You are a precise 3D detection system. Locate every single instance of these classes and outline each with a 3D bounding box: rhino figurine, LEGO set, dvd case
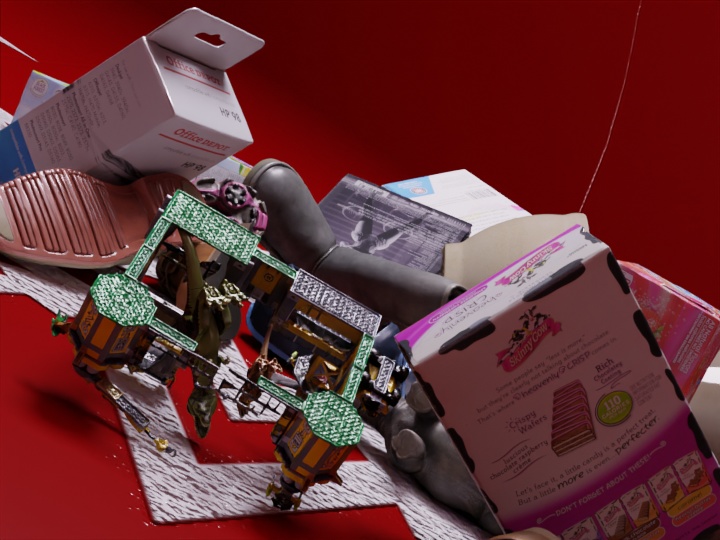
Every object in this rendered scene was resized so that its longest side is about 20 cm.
[{"bbox_3d":[0.046,0.115,1.047,0.199,0.060,0.088,33,-11,22],"label":"rhino figurine"},{"bbox_3d":[-0.085,0.060,0.884,0.198,0.116,0.155,25,39,-12],"label":"LEGO set"},{"bbox_3d":[0.012,-0.024,1.520,0.147,0.016,0.200,23,35,13],"label":"dvd case"}]

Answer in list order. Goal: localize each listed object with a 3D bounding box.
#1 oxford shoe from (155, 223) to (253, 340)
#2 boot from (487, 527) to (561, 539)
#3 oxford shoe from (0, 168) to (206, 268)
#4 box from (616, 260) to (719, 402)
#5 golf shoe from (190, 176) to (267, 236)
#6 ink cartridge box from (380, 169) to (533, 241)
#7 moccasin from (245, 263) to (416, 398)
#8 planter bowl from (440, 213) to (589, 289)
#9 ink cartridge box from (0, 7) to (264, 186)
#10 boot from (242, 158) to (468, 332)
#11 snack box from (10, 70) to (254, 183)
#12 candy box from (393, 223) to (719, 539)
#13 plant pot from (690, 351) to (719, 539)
[{"bbox_3d":[-0.122,0.009,1.144,0.070,0.072,0.200,1,11,1],"label":"oxford shoe"},{"bbox_3d":[0.128,0.219,0.793,0.199,0.073,0.166,34,21,15],"label":"boot"},{"bbox_3d":[-0.196,-0.025,1.076,0.199,0.073,0.072,-1,68,-51],"label":"oxford shoe"},{"bbox_3d":[0.193,0.101,1.162,0.095,0.202,0.100,30,8,18],"label":"box"},{"bbox_3d":[-0.182,-0.052,1.269,0.198,0.073,0.092,21,-25,-17],"label":"golf shoe"},{"bbox_3d":[0.120,-0.005,1.664,0.128,0.126,0.200,-12,36,-37],"label":"ink cartridge box"},{"bbox_3d":[0.007,0.068,1.159,0.199,0.069,0.080,33,8,-2],"label":"moccasin"},{"bbox_3d":[0.138,0.040,1.453,0.133,0.203,0.200,6,9,1],"label":"planter bowl"},{"bbox_3d":[-0.162,-0.103,1.119,0.116,0.199,0.067,12,53,-64],"label":"ink cartridge box"},{"bbox_3d":[0.001,-0.002,1.301,0.199,0.073,0.182,27,-23,44],"label":"boot"},{"bbox_3d":[-0.196,-0.105,1.408,0.168,0.068,0.199,26,4,43],"label":"snack box"},{"bbox_3d":[0.126,0.094,0.925,0.201,0.135,0.061,61,-2,-19],"label":"candy box"},{"bbox_3d":[0.291,0.146,1.390,0.171,0.202,0.200,13,7,6],"label":"plant pot"}]
